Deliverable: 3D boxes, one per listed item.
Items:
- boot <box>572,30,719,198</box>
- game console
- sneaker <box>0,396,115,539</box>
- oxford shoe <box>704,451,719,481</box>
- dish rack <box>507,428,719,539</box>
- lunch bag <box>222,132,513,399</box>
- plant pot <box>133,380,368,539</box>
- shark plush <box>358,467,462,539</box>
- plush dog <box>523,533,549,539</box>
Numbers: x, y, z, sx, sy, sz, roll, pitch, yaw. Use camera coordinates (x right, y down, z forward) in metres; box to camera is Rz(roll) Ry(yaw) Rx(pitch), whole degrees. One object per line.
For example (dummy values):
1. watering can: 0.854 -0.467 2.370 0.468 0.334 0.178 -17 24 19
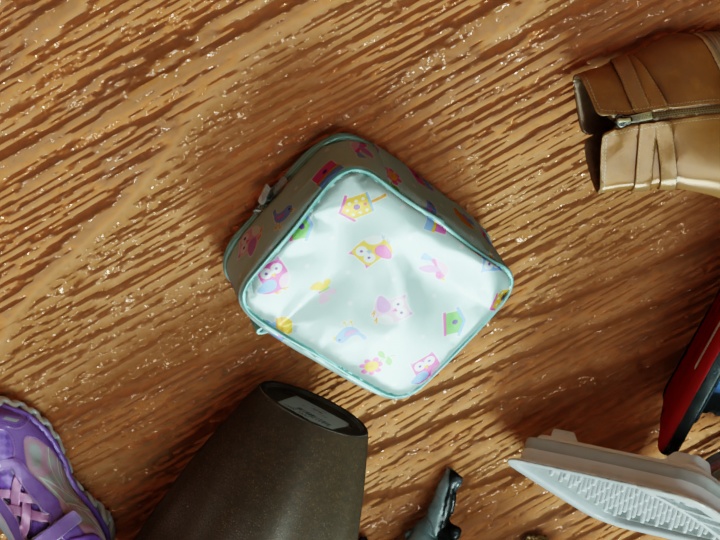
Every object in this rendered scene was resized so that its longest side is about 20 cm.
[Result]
1. boot: 0.249 -0.077 1.619 0.154 0.077 0.201 -15 88 -16
2. game console: 0.335 0.058 1.761 0.118 0.173 0.201 25 114 1
3. sneaker: -0.248 0.181 1.671 0.080 0.089 0.201 -31 124 5
4. oxford shoe: 0.367 0.163 1.858 0.199 0.074 0.071 -1 119 -22
5. dish rack: 0.235 0.178 1.767 0.171 0.199 0.044 33 71 -44
6. lunch bag: 0.000 0.000 1.640 0.200 0.077 0.160 33 109 -31
7. plant pot: -0.075 0.195 1.694 0.186 0.187 0.201 19 102 -27
8. shark plush: 0.024 0.255 1.820 0.083 0.091 0.201 32 116 1
9. plush dog: 0.130 0.319 1.819 0.199 0.172 0.162 3 103 24
